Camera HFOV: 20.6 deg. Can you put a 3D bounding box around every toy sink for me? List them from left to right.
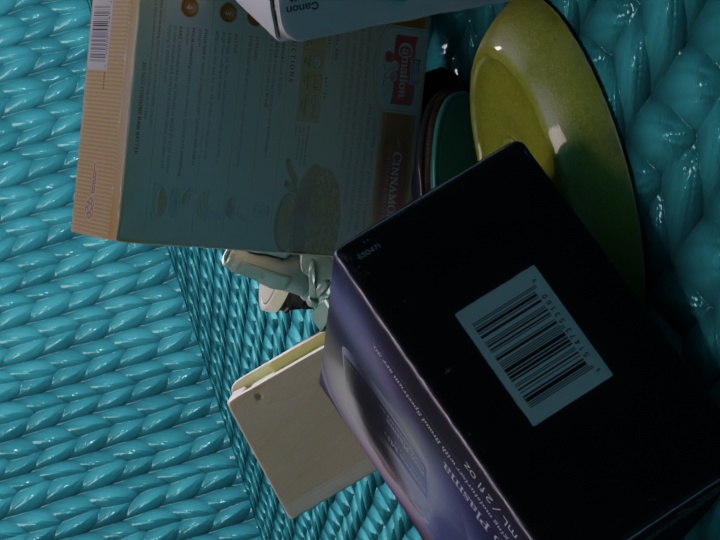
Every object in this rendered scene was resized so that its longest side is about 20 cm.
[{"bbox_3d":[-0.027,0.111,1.600,0.113,0.130,0.200,61,179,0],"label":"toy sink"}]

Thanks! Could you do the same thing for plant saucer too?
[{"bbox_3d":[0.101,-0.050,1.085,0.200,0.031,0.201,163,90,-80],"label":"plant saucer"}]

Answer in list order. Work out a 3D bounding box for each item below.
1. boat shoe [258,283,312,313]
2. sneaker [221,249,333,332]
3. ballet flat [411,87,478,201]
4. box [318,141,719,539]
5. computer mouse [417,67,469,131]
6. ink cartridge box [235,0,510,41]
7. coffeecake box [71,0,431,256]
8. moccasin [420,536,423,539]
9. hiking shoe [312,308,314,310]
[{"bbox_3d":[-0.018,-0.024,1.626,0.200,0.066,0.075,125,150,-43],"label":"boat shoe"},{"bbox_3d":[-0.033,0.025,1.306,0.074,0.117,0.202,130,134,-64],"label":"sneaker"},{"bbox_3d":[0.063,-0.010,1.210,0.073,0.073,0.201,-164,56,-77],"label":"ballet flat"},{"bbox_3d":[0.080,0.077,1.036,0.201,0.123,0.199,55,165,17],"label":"box"},{"bbox_3d":[0.039,-0.067,1.315,0.200,0.052,0.139,114,139,-74],"label":"computer mouse"},{"bbox_3d":[-0.006,-0.199,1.090,0.200,0.145,0.083,-131,31,-65],"label":"ink cartridge box"},{"bbox_3d":[-0.064,-0.090,1.203,0.073,0.199,0.155,11,96,59],"label":"coffeecake box"},{"bbox_3d":[0.072,0.149,1.445,0.078,0.073,0.203,75,-175,-76],"label":"moccasin"},{"bbox_3d":[0.000,0.000,1.467,0.200,0.086,0.075,78,171,-72],"label":"hiking shoe"}]
